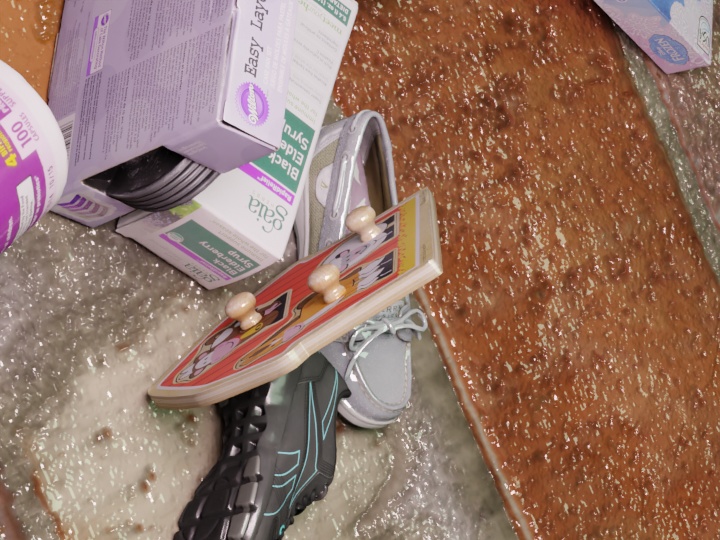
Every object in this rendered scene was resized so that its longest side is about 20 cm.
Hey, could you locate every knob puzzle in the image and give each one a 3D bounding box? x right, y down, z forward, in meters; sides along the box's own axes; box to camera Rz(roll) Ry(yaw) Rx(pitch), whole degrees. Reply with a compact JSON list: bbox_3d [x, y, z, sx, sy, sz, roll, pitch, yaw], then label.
[{"bbox_3d":[-0.045,0.018,1.389,0.030,0.219,0.220,56,48,-13],"label":"knob puzzle"}]

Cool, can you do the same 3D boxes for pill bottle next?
[{"bbox_3d":[-0.257,-0.027,1.260,0.112,0.112,0.200,55,48,-13],"label":"pill bottle"}]

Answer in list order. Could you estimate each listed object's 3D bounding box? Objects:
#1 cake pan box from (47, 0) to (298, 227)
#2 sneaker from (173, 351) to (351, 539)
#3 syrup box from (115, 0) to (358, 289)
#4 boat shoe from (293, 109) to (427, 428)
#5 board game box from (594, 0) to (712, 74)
[{"bbox_3d":[-0.111,-0.135,1.377,0.052,0.184,0.201,23,61,-35],"label":"cake pan box"},{"bbox_3d":[-0.052,0.127,1.417,0.079,0.075,0.200,35,55,-31],"label":"sneaker"},{"bbox_3d":[-0.075,-0.096,1.467,0.079,0.081,0.200,34,55,-28],"label":"syrup box"},{"bbox_3d":[0.001,-0.001,1.513,0.074,0.065,0.203,6,72,-40],"label":"boat shoe"},{"bbox_3d":[0.209,-0.281,1.770,0.200,0.043,0.200,34,55,-50],"label":"board game box"}]
